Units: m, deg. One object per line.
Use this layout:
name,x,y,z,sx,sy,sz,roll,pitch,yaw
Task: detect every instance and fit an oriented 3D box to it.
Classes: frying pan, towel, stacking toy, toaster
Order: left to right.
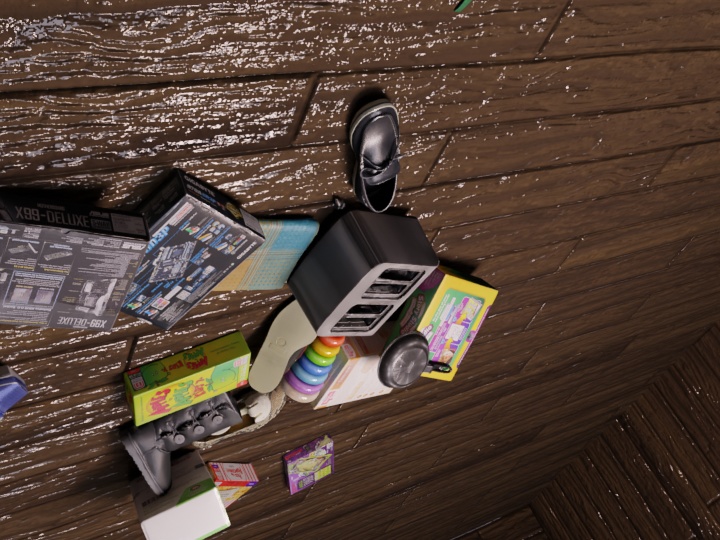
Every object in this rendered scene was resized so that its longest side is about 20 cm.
towel,-0.165,-0.023,1.315,0.198,0.022,0.147,-2,139,-42
stacking toy,-0.068,0.140,1.627,0.084,0.086,0.201,-2,137,-44
toaster,0.000,0.000,1.416,0.198,0.120,0.181,4,136,-49
frying pan,0.098,0.183,1.663,0.115,0.031,0.190,-46,134,-4

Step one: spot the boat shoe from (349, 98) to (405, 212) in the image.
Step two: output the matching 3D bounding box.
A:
boat shoe,0.025,-0.153,1.250,0.074,0.063,0.201,-21,150,-16

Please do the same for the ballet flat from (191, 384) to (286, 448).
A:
ballet flat,-0.223,0.268,1.676,0.197,0.069,0.075,-25,176,-9

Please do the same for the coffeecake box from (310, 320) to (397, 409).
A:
coffeecake box,0.003,0.177,1.762,0.198,0.074,0.154,-6,142,-41

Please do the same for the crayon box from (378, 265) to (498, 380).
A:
crayon box,0.146,0.098,1.710,0.171,0.058,0.202,16,105,-46

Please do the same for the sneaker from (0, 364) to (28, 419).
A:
sneaker,-0.531,0.224,1.236,0.197,0.116,0.081,-29,154,-5

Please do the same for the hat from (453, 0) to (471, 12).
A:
hat,0.095,-0.393,0.973,0.166,0.176,0.200,-46,-172,23

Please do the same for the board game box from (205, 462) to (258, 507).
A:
board game box,-0.333,0.480,1.947,0.199,0.047,0.151,-41,152,17

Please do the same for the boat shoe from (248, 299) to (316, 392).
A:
boat shoe,-0.122,0.112,1.544,0.203,0.073,0.063,-56,-173,20

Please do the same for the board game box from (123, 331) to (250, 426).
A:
board game box,-0.279,0.175,1.493,0.197,0.048,0.102,-20,151,-23

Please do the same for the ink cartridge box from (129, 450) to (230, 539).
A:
ink cartridge box,-0.335,0.426,1.691,0.144,0.085,0.200,-23,-165,-15

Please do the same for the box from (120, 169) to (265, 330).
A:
box,-0.243,-0.019,1.184,0.199,0.046,0.158,-40,143,15

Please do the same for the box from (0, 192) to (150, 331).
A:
box,-0.359,-0.005,1.051,0.197,0.050,0.159,6,132,-33

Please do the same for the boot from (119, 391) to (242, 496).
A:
boot,-0.296,0.292,1.610,0.198,0.066,0.166,-29,131,-10

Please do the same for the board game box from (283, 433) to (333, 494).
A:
board game box,-0.119,0.452,2.147,0.119,0.032,0.201,-27,152,-18
